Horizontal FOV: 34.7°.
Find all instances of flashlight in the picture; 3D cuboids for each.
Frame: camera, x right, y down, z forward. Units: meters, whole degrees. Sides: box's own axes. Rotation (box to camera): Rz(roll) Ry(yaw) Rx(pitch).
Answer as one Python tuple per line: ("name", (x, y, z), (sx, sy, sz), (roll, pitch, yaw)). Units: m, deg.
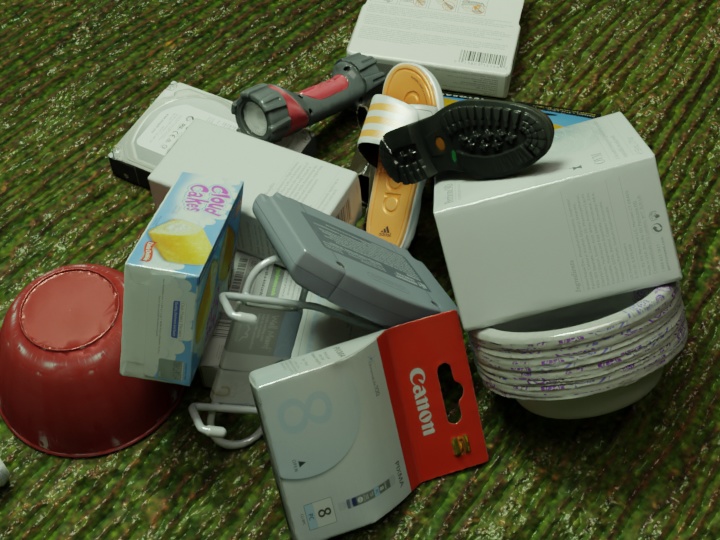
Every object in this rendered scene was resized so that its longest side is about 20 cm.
("flashlight", (-0.056, -0.200, 1.312), (0.068, 0.068, 0.200), (30, 42, 28))

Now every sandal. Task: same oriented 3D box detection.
("sandal", (0.032, -0.114, 1.173), (0.079, 0.059, 0.208), (6, 86, 38))

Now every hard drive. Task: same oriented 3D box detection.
("hard drive", (-0.168, -0.134, 1.318), (0.199, 0.038, 0.140), (23, 57, 18))

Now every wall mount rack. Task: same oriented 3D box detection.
("wall mount rack", (-0.060, 0.094, 1.060), (0.173, 0.201, 0.075), (8, 20, -27))

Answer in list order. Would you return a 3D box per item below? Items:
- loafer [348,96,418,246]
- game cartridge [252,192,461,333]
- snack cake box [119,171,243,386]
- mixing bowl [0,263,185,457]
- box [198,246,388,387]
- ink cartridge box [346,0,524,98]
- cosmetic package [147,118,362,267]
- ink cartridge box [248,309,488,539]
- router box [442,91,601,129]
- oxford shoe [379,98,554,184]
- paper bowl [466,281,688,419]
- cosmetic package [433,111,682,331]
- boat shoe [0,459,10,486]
("loafer", (0.015, -0.113, 1.270), (0.071, 0.073, 0.201), (-8, 52, -4))
("game cartridge", (0.000, 0.000, 1.071), (0.041, 0.199, 0.133), (-57, 37, 14))
("snack cake box", (-0.163, 0.002, 1.068), (0.067, 0.116, 0.200), (9, 29, 1))
("mixing bowl", (-0.272, 0.068, 1.124), (0.199, 0.109, 0.201), (-2, 53, 2))
("box", (-0.048, 0.055, 1.166), (0.199, 0.041, 0.156), (5, 52, 7))
("ink cartridge box", (0.099, -0.302, 1.429), (0.199, 0.045, 0.177), (10, 55, 9))
("cosmetic package", (-0.109, -0.077, 1.203), (0.199, 0.074, 0.102), (20, 55, 19))
("ink cartridge box", (0.015, 0.140, 1.028), (0.199, 0.161, 0.047), (-16, 18, -9))
("router box", (0.159, -0.146, 1.261), (0.199, 0.051, 0.149), (9, 23, 10))
("oxford shoe", (0.109, -0.128, 1.062), (0.084, 0.073, 0.200), (-26, 18, -35))
("paper bowl", (0.204, 0.065, 1.077), (0.200, 0.105, 0.201), (-14, 18, 5))
("cosmetic package", (0.176, -0.052, 1.091), (0.199, 0.124, 0.199), (-16, 17, 9))
("boat shoe", (-0.415, 0.149, 1.098), (0.068, 0.072, 0.200), (-38, 70, -25))
